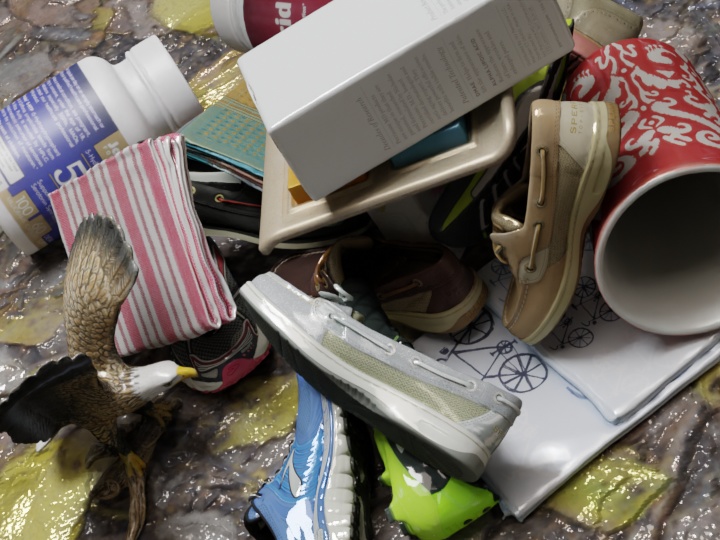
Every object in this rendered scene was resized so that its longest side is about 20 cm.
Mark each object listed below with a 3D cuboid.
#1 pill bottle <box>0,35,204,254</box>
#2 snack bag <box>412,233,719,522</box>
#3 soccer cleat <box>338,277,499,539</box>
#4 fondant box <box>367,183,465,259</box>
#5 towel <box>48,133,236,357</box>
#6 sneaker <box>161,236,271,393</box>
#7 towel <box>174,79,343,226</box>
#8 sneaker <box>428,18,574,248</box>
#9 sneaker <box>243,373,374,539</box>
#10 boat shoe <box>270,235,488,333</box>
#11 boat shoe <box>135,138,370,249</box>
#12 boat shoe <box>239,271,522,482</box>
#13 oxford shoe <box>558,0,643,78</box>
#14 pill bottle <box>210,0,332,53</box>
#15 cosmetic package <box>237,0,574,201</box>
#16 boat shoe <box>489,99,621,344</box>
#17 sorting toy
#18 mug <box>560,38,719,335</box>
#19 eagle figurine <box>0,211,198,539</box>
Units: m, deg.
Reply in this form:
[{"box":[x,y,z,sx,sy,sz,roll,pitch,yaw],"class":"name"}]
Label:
[{"box":[-0.240,-0.115,1.348,0.199,0.120,0.120,-33,45,-4],"class":"pill bottle"},{"box":[0.128,0.058,1.092,0.200,0.021,0.189,-37,46,-8],"class":"snack bag"},{"box":[0.037,0.088,1.062,0.081,0.068,0.201,-24,63,10],"class":"soccer cleat"},{"box":[0.059,-0.127,1.193,0.058,0.145,0.201,-1,50,38],"class":"fondant box"},{"box":[-0.168,-0.013,1.173,0.030,0.147,0.199,-18,1,-36],"class":"towel"},{"box":[-0.136,0.018,1.215,0.080,0.075,0.200,-32,46,-4],"class":"sneaker"},{"box":[-0.045,-0.109,1.229,0.146,0.022,0.200,26,33,8],"class":"towel"},{"box":[0.089,-0.105,1.124,0.080,0.074,0.201,18,64,19],"class":"sneaker"},{"box":[-0.040,0.146,1.056,0.088,0.079,0.201,-12,48,12],"class":"sneaker"},{"box":[0.000,0.000,1.155,0.199,0.072,0.072,7,57,43],"class":"boat shoe"},{"box":[-0.086,-0.062,1.215,0.200,0.063,0.074,6,32,-12],"class":"boat shoe"},{"box":[0.009,0.059,1.010,0.201,0.075,0.065,33,73,19],"class":"boat shoe"},{"box":[0.138,-0.230,1.254,0.199,0.070,0.075,37,78,1],"class":"oxford shoe"},{"box":[-0.034,-0.228,1.346,0.199,0.114,0.114,15,59,45],"class":"pill bottle"},{"box":[0.028,-0.142,1.008,0.199,0.074,0.102,-31,38,6],"class":"cosmetic package"},{"box":[0.117,-0.034,1.027,0.064,0.201,0.072,7,41,-6],"class":"boat shoe"},{"box":[0.012,-0.113,1.067,0.199,0.037,0.186,-23,40,20],"class":"sorting toy"},{"box":[0.226,-0.058,1.088,0.134,0.177,0.201,-49,27,25],"class":"mug"},{"box":[-0.191,0.073,1.105,0.150,0.200,0.152,-34,46,-5],"class":"eagle figurine"}]
